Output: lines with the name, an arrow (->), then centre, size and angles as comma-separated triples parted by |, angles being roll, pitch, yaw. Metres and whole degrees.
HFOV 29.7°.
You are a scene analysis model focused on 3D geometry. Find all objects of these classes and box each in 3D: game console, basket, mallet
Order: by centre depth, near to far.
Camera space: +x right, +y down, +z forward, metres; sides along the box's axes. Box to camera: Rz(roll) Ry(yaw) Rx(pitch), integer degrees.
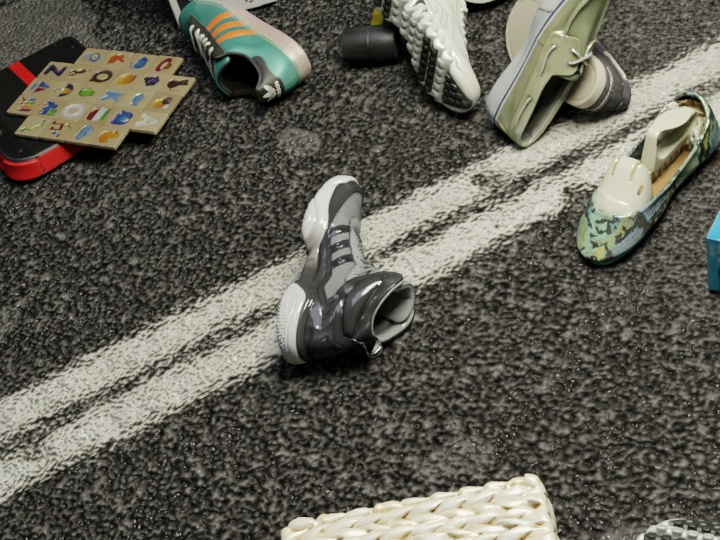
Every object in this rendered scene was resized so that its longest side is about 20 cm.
basket -> 0.057, 0.267, 0.883 | 0.196, 0.202, 0.162 | -12, 39, 7
mallet -> 0.014, -0.301, 1.548 | 0.065, 0.041, 0.201 | -6, 42, 8
game console -> -0.364, -0.189, 1.573 | 0.176, 0.031, 0.200 | -32, 47, -21

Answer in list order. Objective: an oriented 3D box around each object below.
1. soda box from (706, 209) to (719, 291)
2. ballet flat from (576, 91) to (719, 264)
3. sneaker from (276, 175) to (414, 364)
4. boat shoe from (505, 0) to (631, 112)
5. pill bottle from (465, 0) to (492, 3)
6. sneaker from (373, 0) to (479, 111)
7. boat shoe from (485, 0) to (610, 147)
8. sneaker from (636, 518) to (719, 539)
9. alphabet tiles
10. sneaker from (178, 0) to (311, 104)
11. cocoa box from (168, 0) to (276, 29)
soda box -> 0.366, -0.068, 1.185 | 0.064, 0.068, 0.201 | 15, 54, 29
ballet flat -> 0.259, -0.093, 1.244 | 0.074, 0.075, 0.200 | 23, 58, 34
sneaker -> 0.000, 0.000, 1.240 | 0.112, 0.076, 0.202 | 3, 55, 20
boat shoe -> 0.213, -0.220, 1.402 | 0.062, 0.073, 0.201 | 13, 28, -30
pill bottle -> 0.121, -0.394, 1.544 | 0.110, 0.112, 0.201 | -15, 45, 4
sneaker -> 0.082, -0.256, 1.422 | 0.080, 0.075, 0.202 | -18, 64, -19
boat shoe -> 0.195, -0.209, 1.316 | 0.071, 0.201, 0.062 | -7, 49, -41
sneaker -> 0.213, 0.246, 0.940 | 0.074, 0.082, 0.200 | 8, 31, 30
alphabet tiles -> -0.294, -0.197, 1.539 | 0.198, 0.006, 0.167 | 9, 46, 21
sneaker -> -0.149, -0.246, 1.520 | 0.199, 0.072, 0.080 | 30, 58, 36
cocoa box -> -0.188, -0.416, 1.603 | 0.132, 0.201, 0.132 | -15, 44, 4
